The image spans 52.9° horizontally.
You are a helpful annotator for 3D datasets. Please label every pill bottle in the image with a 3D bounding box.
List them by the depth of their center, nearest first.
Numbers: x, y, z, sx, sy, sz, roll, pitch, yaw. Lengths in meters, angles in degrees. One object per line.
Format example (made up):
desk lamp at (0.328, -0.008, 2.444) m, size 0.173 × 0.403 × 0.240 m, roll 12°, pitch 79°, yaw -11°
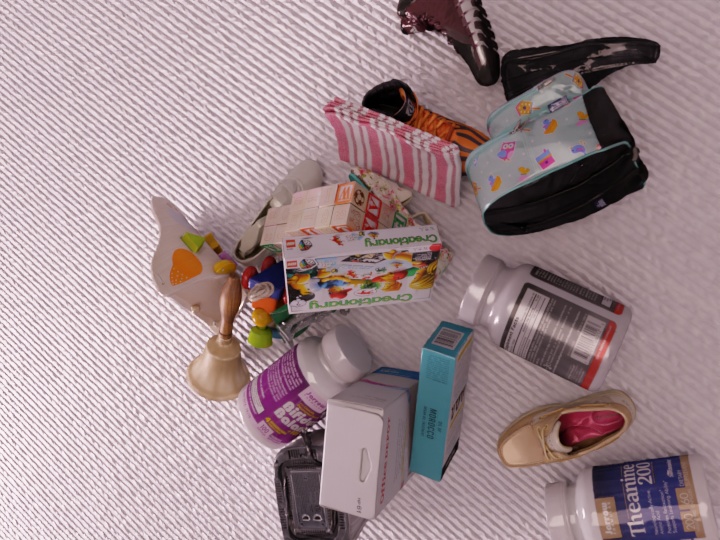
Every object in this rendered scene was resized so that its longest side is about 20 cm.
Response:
pill bottle at (0.340, 0.302, 0.918) m, size 0.196 × 0.111 × 0.113 m, roll -14°, pitch 90°, yaw 22°
pill bottle at (0.236, 0.062, 0.937) m, size 0.197 × 0.115 × 0.118 m, roll 26°, pitch 104°, yaw 18°
pill bottle at (-0.081, 0.170, 1.078) m, size 0.199 × 0.112 × 0.113 m, roll -39°, pitch 81°, yaw 21°

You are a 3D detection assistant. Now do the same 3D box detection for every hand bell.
hand bell at (-0.200, 0.088, 1.088) m, size 0.103 × 0.104 × 0.203 m, roll 29°, pitch 126°, yaw 17°

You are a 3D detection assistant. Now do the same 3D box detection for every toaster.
toaster at (-0.054, 0.317, 1.071) m, size 0.111 × 0.129 × 0.205 m, roll -9°, pitch 92°, yaw 21°

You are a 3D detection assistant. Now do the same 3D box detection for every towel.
towel at (0.046, -0.154, 0.982) m, size 0.197 × 0.147 × 0.030 m, roll 26°, pitch 75°, yaw 18°

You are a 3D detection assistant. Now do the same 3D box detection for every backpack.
backpack at (0.228, -0.133, 0.893) m, size 0.198 × 0.175 × 0.156 m, roll -32°, pitch 67°, yaw 20°

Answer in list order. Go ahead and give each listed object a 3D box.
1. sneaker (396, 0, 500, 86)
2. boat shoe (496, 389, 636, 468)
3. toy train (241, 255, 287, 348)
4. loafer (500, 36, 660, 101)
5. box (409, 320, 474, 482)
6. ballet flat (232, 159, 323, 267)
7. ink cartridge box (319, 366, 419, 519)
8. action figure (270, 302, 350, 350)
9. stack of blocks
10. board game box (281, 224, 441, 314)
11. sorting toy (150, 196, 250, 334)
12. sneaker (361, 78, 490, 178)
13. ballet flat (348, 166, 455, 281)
sneaker at (0.113, -0.325, 0.981) m, size 0.114 × 0.075 × 0.204 m, roll -21°, pitch 77°, yaw 27°
boat shoe at (0.266, 0.216, 0.963) m, size 0.198 × 0.069 × 0.075 m, roll -30°, pitch 84°, yaw 22°
toy train at (-0.140, 0.061, 1.047) m, size 0.083 × 0.200 × 0.118 m, roll 18°, pitch 108°, yaw 12°
loafer at (0.276, -0.254, 0.920) m, size 0.197 × 0.068 × 0.072 m, roll 0°, pitch 103°, yaw 27°
box at (0.110, 0.178, 0.987) m, size 0.048 × 0.082 × 0.204 m, roll 14°, pitch 118°, yaw 21°
ballet flat at (-0.128, -0.081, 1.099) m, size 0.069 × 0.069 × 0.201 m, roll 44°, pitch 108°, yaw 13°
ink cartridge box at (0.023, 0.227, 0.993) m, size 0.083 × 0.199 × 0.148 m, roll 7°, pitch 97°, yaw 20°
action figure at (-0.032, 0.034, 1.039) m, size 0.199 × 0.119 × 0.055 m, roll -37°, pitch 73°, yaw -13°
stack of blocks at (-0.049, -0.058, 0.993) m, size 0.197 × 0.114 × 0.060 m, roll -4°, pitch 66°, yaw 43°
board game box at (0.000, 0.000, 0.932) m, size 0.195 × 0.127 × 0.035 m, roll -6°, pitch 55°, yaw -5°
sorting toy at (-0.257, -0.025, 1.113) m, size 0.106 × 0.200 × 0.181 m, roll -34°, pitch 68°, yaw -2°
sneaker at (0.085, -0.189, 0.969) m, size 0.197 × 0.112 × 0.079 m, roll 19°, pitch 80°, yaw 19°
ballet flat at (0.061, -0.074, 1.031) m, size 0.063 × 0.076 × 0.202 m, roll -34°, pitch 85°, yaw -10°
